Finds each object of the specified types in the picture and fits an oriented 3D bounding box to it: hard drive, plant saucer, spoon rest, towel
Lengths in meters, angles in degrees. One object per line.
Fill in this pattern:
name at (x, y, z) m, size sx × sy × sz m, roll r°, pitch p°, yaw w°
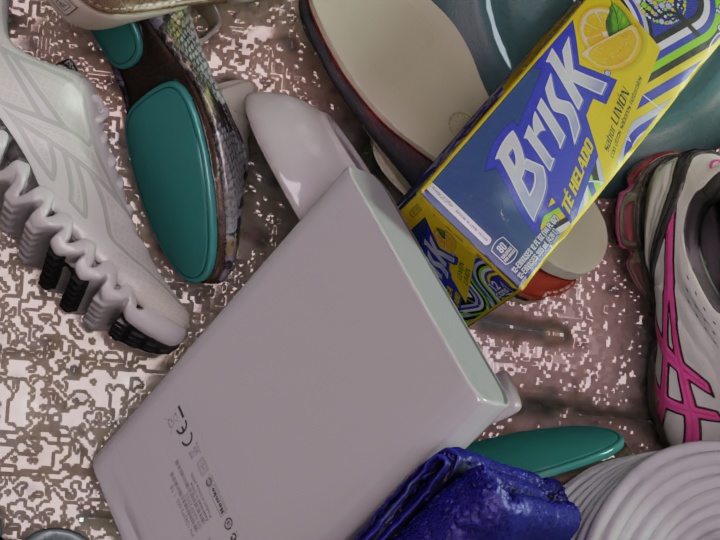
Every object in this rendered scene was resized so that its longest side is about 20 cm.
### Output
hard drive at (-0.034, 0.071, 0.802) m, size 0.026 × 0.200 × 0.132 m, roll 15°, pitch 37°, yaw -46°
plant saucer at (0.126, -0.140, 0.944) m, size 0.198 × 0.036 × 0.202 m, roll 1°, pitch 84°, yaw -12°
spoon rest at (0.000, 0.000, 0.880) m, size 0.060 × 0.099 × 0.201 m, roll -34°, pitch 107°, yaw 7°
towel at (0.001, 0.155, 0.770) m, size 0.200 × 0.148 × 0.050 m, roll -45°, pitch 72°, yaw 6°

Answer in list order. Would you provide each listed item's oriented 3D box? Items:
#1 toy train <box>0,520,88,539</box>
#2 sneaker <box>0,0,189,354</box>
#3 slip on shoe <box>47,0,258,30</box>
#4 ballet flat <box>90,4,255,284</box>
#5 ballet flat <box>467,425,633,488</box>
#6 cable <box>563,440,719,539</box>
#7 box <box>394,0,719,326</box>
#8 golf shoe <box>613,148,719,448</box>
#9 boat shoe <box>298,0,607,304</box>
toy train at (-0.200, 0.155, 0.824) m, size 0.199 × 0.085 × 0.115 m, roll 25°, pitch 92°, yaw -11°
sneaker at (-0.141, -0.048, 0.860) m, size 0.081 × 0.075 × 0.200 m, roll -42°, pitch 95°, yaw -22°
slip on shoe at (-0.064, -0.163, 0.843) m, size 0.199 × 0.060 × 0.077 m, roll -26°, pitch 90°, yaw -50°
ballet flat at (-0.086, -0.096, 0.879) m, size 0.071 × 0.072 × 0.202 m, roll -22°, pitch 91°, yaw -14°
ballet flat at (0.041, 0.123, 0.888) m, size 0.198 × 0.068 × 0.068 m, roll -9°, pitch 107°, yaw -19°
cable at (0.163, 0.178, 0.843) m, size 0.199 × 0.069 × 0.201 m, roll 31°, pitch 62°, yaw -14°
box at (0.092, -0.068, 0.852) m, size 0.064 × 0.070 × 0.200 m, roll 42°, pitch 63°, yaw -4°
golf shoe at (0.182, 0.040, 0.908) m, size 0.072 × 0.092 × 0.202 m, roll -20°, pitch 99°, yaw -14°
boat shoe at (0.037, -0.065, 0.903) m, size 0.200 × 0.063 × 0.071 m, roll 47°, pitch 59°, yaw -5°
